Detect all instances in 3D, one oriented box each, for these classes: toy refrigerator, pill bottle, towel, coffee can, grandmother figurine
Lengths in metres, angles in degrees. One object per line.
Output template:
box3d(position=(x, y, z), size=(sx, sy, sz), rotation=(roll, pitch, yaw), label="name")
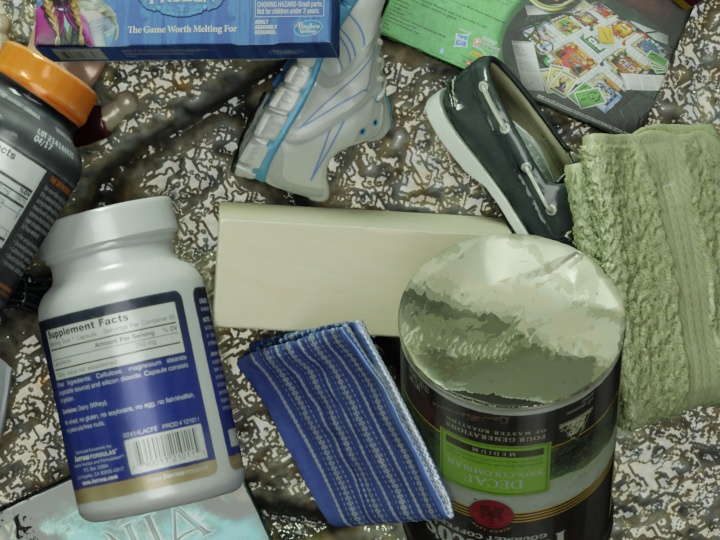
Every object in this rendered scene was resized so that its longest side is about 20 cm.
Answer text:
box3d(position=(0.000, 0.000, 1.713), size=(0.198, 0.070, 0.077), rotation=(3, 102, -4), label="toy refrigerator")
box3d(position=(-0.248, -0.046, 1.613), size=(0.106, 0.106, 0.201), rotation=(31, 83, -4), label="pill bottle")
box3d(position=(-0.013, 0.106, 1.663), size=(0.024, 0.200, 0.146), rotation=(-29, 95, -23), label="towel")
box3d(position=(0.209, 0.001, 1.703), size=(0.148, 0.036, 0.202), rotation=(-10, 92, -39), label="towel")
box3d(position=(0.097, 0.096, 1.638), size=(0.145, 0.147, 0.201), rotation=(-5, 137, -2), label="coffee can")
box3d(position=(-0.205, -0.131, 1.708), size=(0.121, 0.060, 0.201), rotation=(30, 95, 24), label="grandmother figurine")
box3d(position=(-0.151, 0.059, 1.668), size=(0.115, 0.116, 0.202), rotation=(-12, 87, -1), label="pill bottle")

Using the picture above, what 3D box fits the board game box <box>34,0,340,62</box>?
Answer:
box3d(position=(-0.111, -0.240, 1.651), size=(0.198, 0.043, 0.201), rotation=(0, 79, 8), label="board game box")

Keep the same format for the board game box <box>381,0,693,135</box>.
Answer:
box3d(position=(0.119, -0.173, 1.732), size=(0.199, 0.023, 0.105), rotation=(24, 94, -4), label="board game box")

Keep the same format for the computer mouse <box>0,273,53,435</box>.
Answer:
box3d(position=(-0.267, 0.092, 1.706), size=(0.109, 0.044, 0.201), rotation=(17, 99, -41), label="computer mouse")

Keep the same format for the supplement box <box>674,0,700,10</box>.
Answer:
box3d(position=(0.226, -0.266, 1.636), size=(0.131, 0.200, 0.103), rotation=(41, 77, -3), label="supplement box")

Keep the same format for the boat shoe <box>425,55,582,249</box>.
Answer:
box3d(position=(0.129, -0.057, 1.706), size=(0.200, 0.076, 0.060), rotation=(46, 121, -8), label="boat shoe")

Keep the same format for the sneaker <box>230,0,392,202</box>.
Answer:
box3d(position=(-0.007, -0.136, 1.704), size=(0.086, 0.075, 0.201), rotation=(27, 108, -10), label="sneaker")

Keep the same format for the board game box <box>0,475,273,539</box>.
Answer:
box3d(position=(-0.164, 0.198, 1.741), size=(0.199, 0.028, 0.136), rotation=(-25, 94, -1), label="board game box")
